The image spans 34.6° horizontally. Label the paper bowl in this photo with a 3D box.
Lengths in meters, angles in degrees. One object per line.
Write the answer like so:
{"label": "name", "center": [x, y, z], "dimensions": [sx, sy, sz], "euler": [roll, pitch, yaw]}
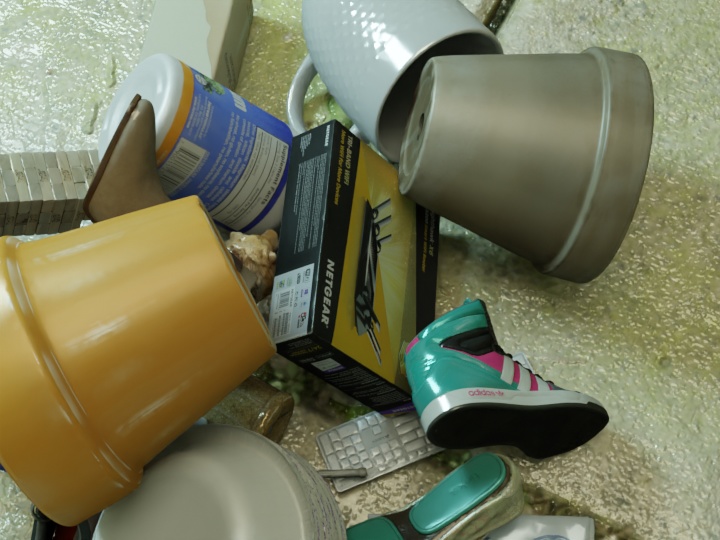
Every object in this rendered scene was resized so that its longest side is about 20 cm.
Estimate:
{"label": "paper bowl", "center": [-0.116, 0.214, 0.851], "dimensions": [0.199, 0.104, 0.203], "euler": [-11, 64, 22]}

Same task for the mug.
{"label": "mug", "center": [0.009, -0.194, 1.093], "dimensions": [0.200, 0.147, 0.176], "euler": [-47, 58, 12]}

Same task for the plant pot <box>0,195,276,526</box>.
{"label": "plant pot", "center": [-0.165, 0.044, 0.808], "dimensions": [0.182, 0.201, 0.201], "euler": [-28, 65, -3]}

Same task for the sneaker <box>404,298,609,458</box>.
{"label": "sneaker", "center": [0.109, 0.084, 0.939], "dimensions": [0.199, 0.084, 0.121], "euler": [13, 41, -40]}

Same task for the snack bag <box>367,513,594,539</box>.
{"label": "snack bag", "center": [0.096, 0.287, 0.898], "dimensions": [0.186, 0.021, 0.202], "euler": [0, 62, 2]}

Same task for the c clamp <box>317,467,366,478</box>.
{"label": "c clamp", "center": [-0.086, 0.248, 0.916], "dimensions": [0.169, 0.027, 0.202], "euler": [1, 64, 7]}

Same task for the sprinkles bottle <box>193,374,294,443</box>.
{"label": "sprinkles bottle", "center": [-0.154, 0.089, 0.981], "dimensions": [0.199, 0.068, 0.069], "euler": [28, 67, 14]}

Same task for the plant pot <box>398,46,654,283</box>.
{"label": "plant pot", "center": [0.128, -0.104, 0.979], "dimensions": [0.171, 0.200, 0.202], "euler": [12, 63, -7]}

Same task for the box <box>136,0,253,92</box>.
{"label": "box", "center": [-0.162, -0.204, 1.119], "dimensions": [0.077, 0.095, 0.202], "euler": [7, 65, 5]}

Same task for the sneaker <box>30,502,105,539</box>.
{"label": "sneaker", "center": [-0.214, 0.154, 0.913], "dimensions": [0.076, 0.082, 0.202], "euler": [8, 80, 19]}

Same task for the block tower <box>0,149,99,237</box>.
{"label": "block tower", "center": [-0.242, -0.071, 1.033], "dimensions": [0.198, 0.054, 0.058], "euler": [-7, 59, -29]}

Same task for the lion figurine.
{"label": "lion figurine", "center": [-0.161, 0.000, 0.996], "dimensions": [0.197, 0.123, 0.073], "euler": [7, 63, 6]}

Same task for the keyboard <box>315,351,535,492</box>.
{"label": "keyboard", "center": [0.062, 0.128, 0.987], "dimensions": [0.198, 0.011, 0.057], "euler": [-21, 64, -9]}

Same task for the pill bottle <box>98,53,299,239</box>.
{"label": "pill bottle", "center": [-0.116, -0.093, 1.000], "dimensions": [0.112, 0.199, 0.113], "euler": [-28, 49, 38]}

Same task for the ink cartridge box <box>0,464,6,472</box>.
{"label": "ink cartridge box", "center": [-0.316, 0.067, 0.953], "dimensions": [0.076, 0.137, 0.201], "euler": [-34, 65, 3]}

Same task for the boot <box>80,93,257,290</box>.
{"label": "boot", "center": [-0.147, -0.022, 0.902], "dimensions": [0.145, 0.201, 0.070], "euler": [29, 37, -4]}

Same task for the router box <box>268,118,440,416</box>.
{"label": "router box", "center": [0.000, 0.000, 0.970], "dimensions": [0.052, 0.157, 0.202], "euler": [-17, 54, 35]}

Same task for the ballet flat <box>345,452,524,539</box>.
{"label": "ballet flat", "center": [0.042, 0.214, 0.890], "dimensions": [0.199, 0.063, 0.068], "euler": [-29, 39, -2]}
